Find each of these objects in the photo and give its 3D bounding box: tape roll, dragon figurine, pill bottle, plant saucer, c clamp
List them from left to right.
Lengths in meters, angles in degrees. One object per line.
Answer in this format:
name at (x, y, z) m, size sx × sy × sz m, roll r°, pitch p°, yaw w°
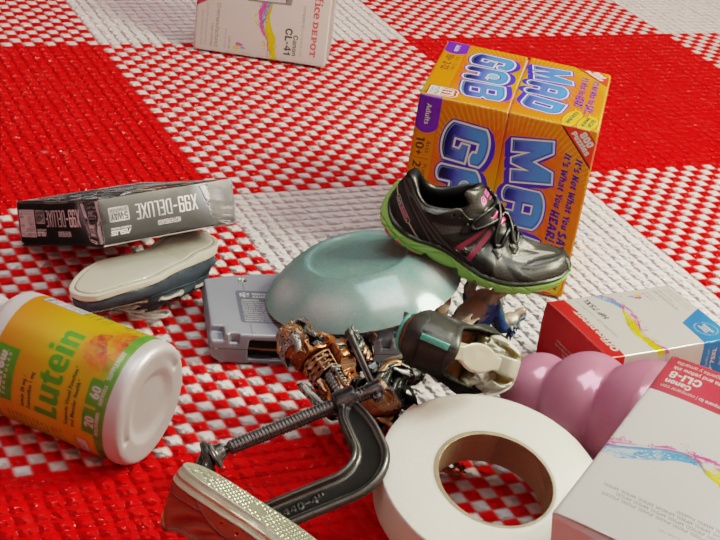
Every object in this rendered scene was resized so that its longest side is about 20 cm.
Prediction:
pill bottle at (-0.266, 0.085, 1.381) m, size 0.198 × 0.112 × 0.111 m, roll 19°, pitch 28°, yaw 19°
c clamp at (-0.060, 0.150, 1.337) m, size 0.198 × 0.027 × 0.171 m, roll -25°, pitch 45°, yaw -10°
plant saucer at (0.000, 0.000, 1.577) m, size 0.198 × 0.039 × 0.201 m, roll -7°, pitch 25°, yaw 3°
dragon figurine at (0.105, 0.065, 1.587) m, size 0.058 × 0.100 × 0.200 m, roll 27°, pitch 51°, yaw 26°
tape roll at (0.109, 0.187, 1.332) m, size 0.200 × 0.037 × 0.204 m, roll 9°, pitch 40°, yaw -8°

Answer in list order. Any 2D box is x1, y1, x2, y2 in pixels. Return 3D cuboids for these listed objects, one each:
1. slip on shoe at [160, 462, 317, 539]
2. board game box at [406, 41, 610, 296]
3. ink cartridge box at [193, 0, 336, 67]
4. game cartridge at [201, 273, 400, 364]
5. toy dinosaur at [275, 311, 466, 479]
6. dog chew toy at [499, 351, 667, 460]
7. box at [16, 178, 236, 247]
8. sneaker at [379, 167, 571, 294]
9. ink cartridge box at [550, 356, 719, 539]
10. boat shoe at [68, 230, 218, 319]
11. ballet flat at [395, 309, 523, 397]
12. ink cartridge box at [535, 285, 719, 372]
slip on shoe at (-0.073, 0.227, 1.230) m, size 0.199 × 0.062 × 0.074 m, roll 32°, pitch 6°, yaw 16°
board game box at (0.163, -0.121, 1.810) m, size 0.198 × 0.202 × 0.200 m, roll 13°, pitch 27°, yaw 7°
ink cartridge box at (-0.136, -0.388, 2.298) m, size 0.198 × 0.149 × 0.086 m, roll 9°, pitch 27°, yaw 2°
game cartridge at (-0.060, 0.049, 1.600) m, size 0.198 × 0.041 × 0.134 m, roll 3°, pitch 31°, yaw -11°
toy dinosaur at (0.011, 0.116, 1.439) m, size 0.201 × 0.102 × 0.135 m, roll 58°, pitch 38°, yaw -1°
dog chew toy at (0.216, 0.130, 1.440) m, size 0.198 × 0.126 × 0.124 m, roll 16°, pitch 27°, yaw 31°
box at (-0.247, -0.061, 1.653) m, size 0.156 × 0.050 × 0.199 m, roll -12°, pitch 8°, yaw -36°
sneaker at (0.118, -0.039, 1.549) m, size 0.198 × 0.084 × 0.077 m, roll 22°, pitch 29°, yaw -3°
ink cartridge box at (0.253, 0.200, 1.223) m, size 0.144 × 0.146 × 0.200 m, roll 23°, pitch 47°, yaw 28°
boat shoe at (-0.217, 0.013, 1.590) m, size 0.074 × 0.062 × 0.200 m, roll 18°, pitch 26°, yaw 23°
ballet flat at (0.100, 0.081, 1.409) m, size 0.068 × 0.069 × 0.199 m, roll 18°, pitch 1°, yaw 30°
ink cartridge box at (0.260, 0.080, 1.599) m, size 0.198 × 0.068 × 0.116 m, roll -7°, pitch 31°, yaw -27°
